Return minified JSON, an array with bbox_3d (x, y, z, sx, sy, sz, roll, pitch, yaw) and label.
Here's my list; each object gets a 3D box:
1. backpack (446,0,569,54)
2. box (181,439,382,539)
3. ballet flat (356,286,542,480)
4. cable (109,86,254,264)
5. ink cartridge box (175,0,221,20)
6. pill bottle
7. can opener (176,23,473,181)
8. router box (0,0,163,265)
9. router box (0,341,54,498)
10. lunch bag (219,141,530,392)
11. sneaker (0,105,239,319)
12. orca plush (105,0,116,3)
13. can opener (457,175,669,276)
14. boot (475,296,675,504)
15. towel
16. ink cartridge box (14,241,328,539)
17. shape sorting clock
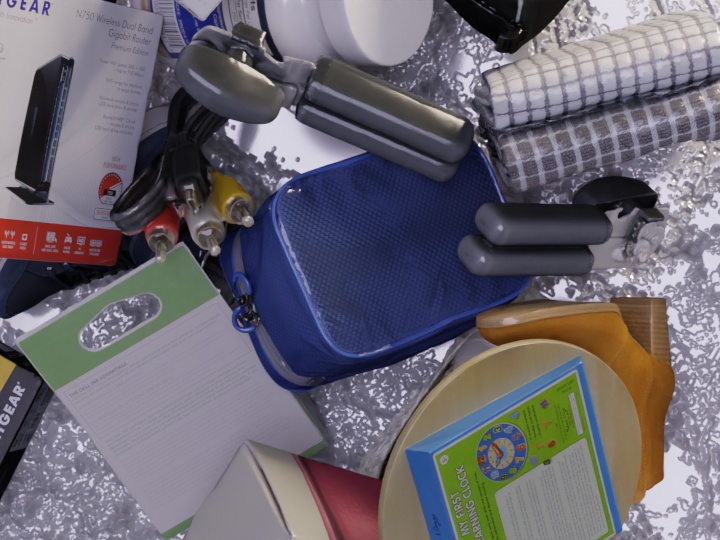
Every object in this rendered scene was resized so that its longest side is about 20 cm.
[{"bbox_3d":[0.071,-0.274,1.430,0.199,0.178,0.151,35,70,15],"label":"backpack"},{"bbox_3d":[-0.014,0.216,1.410,0.199,0.109,0.128,19,113,-33],"label":"box"},{"bbox_3d":[0.071,0.099,1.482,0.072,0.072,0.201,39,95,7],"label":"ballet flat"},{"bbox_3d":[-0.124,-0.068,1.447,0.096,0.201,0.051,-20,119,6],"label":"cable"},{"bbox_3d":[-0.078,-0.288,1.392,0.200,0.198,0.043,-46,125,9],"label":"ink cartridge box"},{"bbox_3d":[-0.054,-0.191,1.438,0.199,0.115,0.117,7,91,40],"label":"pill bottle"},{"bbox_3d":[-0.025,-0.105,1.357,0.198,0.053,0.067,20,62,-6],"label":"can opener"},{"bbox_3d":[-0.226,-0.100,1.375,0.049,0.199,0.181,14,96,32],"label":"router box"},{"bbox_3d":[-0.339,0.130,1.553,0.156,0.052,0.201,28,94,8],"label":"router box"},{"bbox_3d":[0.000,0.000,1.436,0.199,0.132,0.137,-19,82,-25],"label":"lunch bag"},{"bbox_3d":[-0.174,-0.003,1.500,0.202,0.077,0.146,-42,67,6],"label":"sneaker"},{"bbox_3d":[-0.206,-0.179,1.542,0.105,0.071,0.202,10,86,53],"label":"orca plush"},{"bbox_3d":[0.140,-0.027,1.418,0.066,0.199,0.053,45,122,32],"label":"can opener"},{"bbox_3d":[0.152,0.092,1.410,0.070,0.200,0.146,1,91,43],"label":"boot"},{"bbox_3d":[0.162,-0.112,1.400,0.164,0.200,0.086,-16,97,2],"label":"towel"},{"bbox_3d":[-0.133,0.080,1.477,0.145,0.048,0.201,-30,115,8],"label":"ink cartridge box"},{"bbox_3d":[0.099,0.140,1.354,0.198,0.039,0.202,-12,113,-29],"label":"shape sorting clock"}]
